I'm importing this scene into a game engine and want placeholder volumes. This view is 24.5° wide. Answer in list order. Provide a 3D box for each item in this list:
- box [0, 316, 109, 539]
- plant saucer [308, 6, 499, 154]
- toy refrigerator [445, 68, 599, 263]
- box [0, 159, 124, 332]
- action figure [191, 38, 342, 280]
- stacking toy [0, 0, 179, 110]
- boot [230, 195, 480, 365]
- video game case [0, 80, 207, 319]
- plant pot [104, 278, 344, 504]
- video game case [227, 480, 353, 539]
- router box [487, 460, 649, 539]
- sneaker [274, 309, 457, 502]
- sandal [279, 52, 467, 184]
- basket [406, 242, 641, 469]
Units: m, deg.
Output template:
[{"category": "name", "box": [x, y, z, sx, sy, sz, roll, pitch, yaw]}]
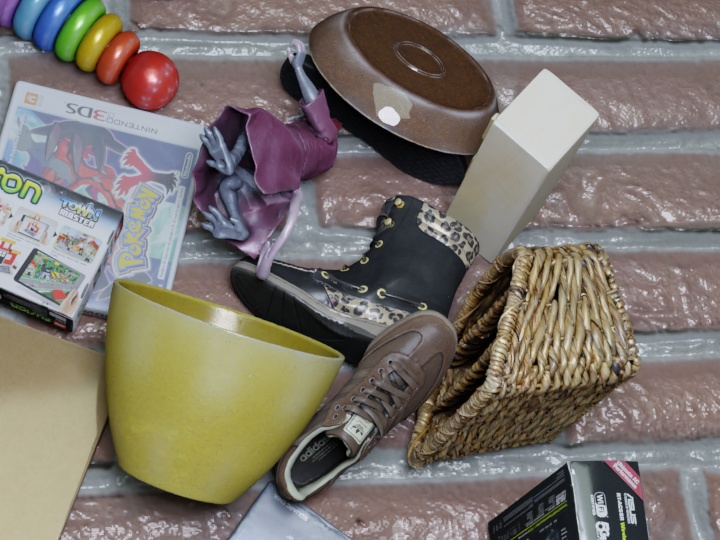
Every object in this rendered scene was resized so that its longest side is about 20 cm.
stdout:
[{"category": "box", "box": [-0.303, 0.141, 1.380, 0.162, 0.021, 0.202, 20, 65, -2]}, {"category": "plant saucer", "box": [0.048, -0.182, 1.516, 0.199, 0.035, 0.201, 22, 33, -15]}, {"category": "toy refrigerator", "box": [0.136, -0.090, 1.463, 0.070, 0.200, 0.076, 41, 67, 7]}, {"category": "box", "box": [-0.315, -0.037, 1.419, 0.198, 0.035, 0.111, 24, 65, -1]}, {"category": "action figure", "box": [-0.061, -0.104, 1.459, 0.149, 0.134, 0.200, 44, 33, 13]}, {"category": "stacking toy", "box": [-0.252, -0.216, 1.509, 0.199, 0.085, 0.086, 36, 66, 0]}, {"category": "boot", "box": [0.000, 0.000, 1.470, 0.198, 0.073, 0.151, 22, 58, 12]}, {"category": "video game case", "box": [-0.242, -0.060, 1.474, 0.180, 0.023, 0.202, 13, 66, -5]}, {"category": "plant pot", "box": [-0.128, 0.106, 1.355, 0.198, 0.200, 0.143, 19, 93, -3]}, {"category": "video game case", "box": [-0.074, 0.294, 1.365, 0.142, 0.019, 0.201, 35, 65, 4]}, {"category": "router box", "box": [0.168, 0.251, 1.327, 0.061, 0.200, 0.151, 2, 68, -15]}, {"category": "sneaker", "box": [0.008, 0.121, 1.374, 0.070, 0.076, 0.200, 41, 101, -13]}, {"category": "sandal", "box": [0.019, -0.150, 1.537, 0.199, 0.075, 0.045, 33, 56, 6]}, {"category": "basket", "box": [0.116, 0.062, 1.389, 0.148, 0.200, 0.144, -7, 69, -21]}]
